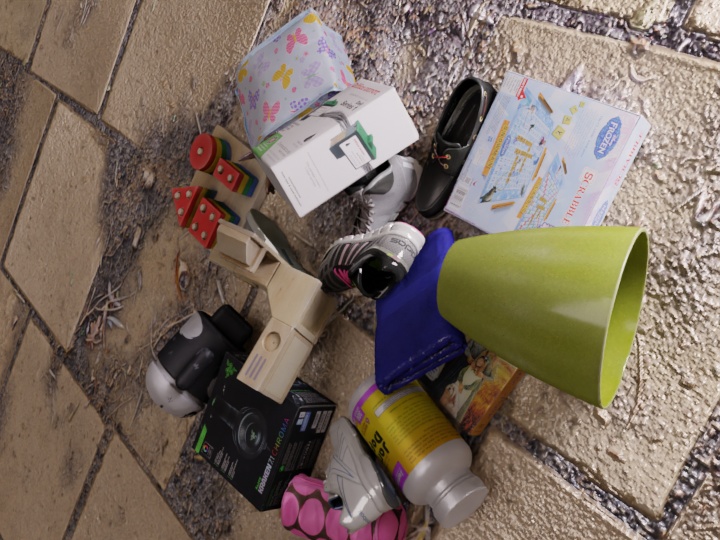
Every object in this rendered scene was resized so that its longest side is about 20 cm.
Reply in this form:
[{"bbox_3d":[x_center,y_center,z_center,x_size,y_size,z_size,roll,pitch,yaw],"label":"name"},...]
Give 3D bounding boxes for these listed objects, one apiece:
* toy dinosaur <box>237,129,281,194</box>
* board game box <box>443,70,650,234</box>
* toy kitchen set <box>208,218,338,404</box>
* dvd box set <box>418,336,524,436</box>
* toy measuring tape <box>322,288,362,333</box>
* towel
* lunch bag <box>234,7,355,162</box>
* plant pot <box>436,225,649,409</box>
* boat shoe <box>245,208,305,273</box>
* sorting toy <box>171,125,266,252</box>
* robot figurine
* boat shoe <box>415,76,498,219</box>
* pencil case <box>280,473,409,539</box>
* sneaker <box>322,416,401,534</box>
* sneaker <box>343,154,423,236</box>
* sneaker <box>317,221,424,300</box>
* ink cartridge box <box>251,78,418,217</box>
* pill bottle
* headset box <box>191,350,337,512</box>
[{"bbox_3d":[-0.087,-0.179,1.077,0.135,0.197,0.087,-37,47,41],"label":"toy dinosaur"},{"bbox_3d":[0.227,-0.126,0.879,0.199,0.041,0.203,34,105,39],"label":"board game box"},{"bbox_3d":[-0.176,0.050,1.011,0.198,0.163,0.183,23,77,29],"label":"toy kitchen set"},{"bbox_3d":[0.157,0.089,0.907,0.146,0.029,0.202,46,112,36],"label":"dvd box set"},{"bbox_3d":[-0.085,0.073,1.093,0.200,0.073,0.074,-43,57,18],"label":"toy measuring tape"},{"bbox_3d":[0.078,0.054,0.922,0.147,0.049,0.202,-39,31,33],"label":"towel"},{"bbox_3d":[-0.109,-0.291,1.143,0.198,0.127,0.172,-27,65,21],"label":"lunch bag"},{"bbox_3d":[0.191,0.030,0.765,0.197,0.186,0.191,14,91,30],"label":"plant pot"},{"bbox_3d":[-0.153,-0.015,1.163,0.071,0.070,0.202,-44,60,19],"label":"boat shoe"},{"bbox_3d":[-0.272,-0.147,1.289,0.198,0.069,0.203,39,107,38],"label":"sorting toy"},{"bbox_3d":[-0.269,0.153,1.179,0.200,0.151,0.124,-48,56,-7],"label":"robot figurine"},{"bbox_3d":[0.123,-0.168,0.964,0.073,0.063,0.204,36,107,35],"label":"boat shoe"},{"bbox_3d":[-0.028,0.342,0.983,0.197,0.091,0.095,-2,116,38],"label":"pencil case"},{"bbox_3d":[-0.017,0.267,0.933,0.087,0.075,0.200,-38,21,-2],"label":"sneaker"},{"bbox_3d":[0.002,-0.087,1.015,0.075,0.114,0.202,40,107,37],"label":"sneaker"},{"bbox_3d":[0.000,0.000,0.971,0.198,0.074,0.088,-20,34,44],"label":"sneaker"},{"bbox_3d":[-0.038,-0.177,0.970,0.198,0.085,0.146,-35,27,-6],"label":"ink cartridge box"},{"bbox_3d":[0.074,0.227,0.903,0.105,0.103,0.200,-55,53,18],"label":"pill bottle"},{"bbox_3d":[-0.159,0.244,1.103,0.198,0.092,0.177,28,100,37],"label":"headset box"}]
